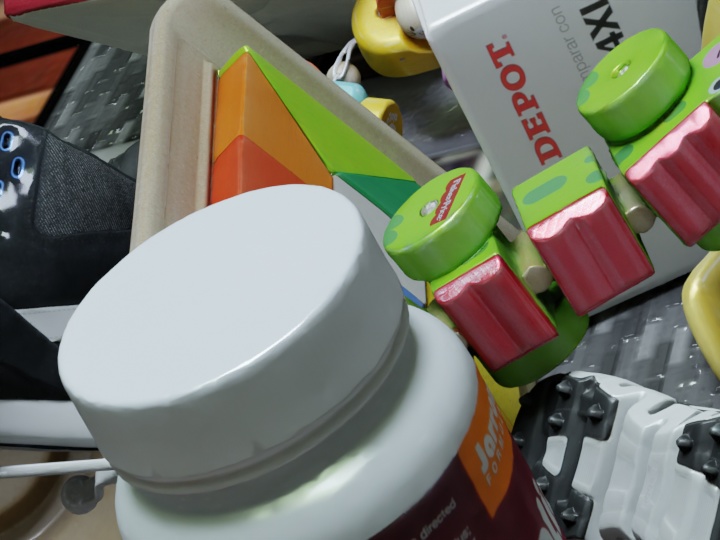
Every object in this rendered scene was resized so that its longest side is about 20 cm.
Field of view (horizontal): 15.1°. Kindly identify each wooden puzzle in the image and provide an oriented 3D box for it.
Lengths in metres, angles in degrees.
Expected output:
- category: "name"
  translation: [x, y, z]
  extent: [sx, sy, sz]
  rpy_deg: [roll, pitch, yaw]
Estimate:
- category: "wooden puzzle"
  translation: [0.000, 0.000, 0.947]
  extent: [0.037, 0.185, 0.201]
  rpy_deg: [-41, 24, 26]

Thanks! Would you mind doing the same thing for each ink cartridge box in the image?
- category: "ink cartridge box"
  translation: [0.132, -0.090, 1.007]
  extent: [0.199, 0.146, 0.084]
  rpy_deg: [-25, 32, 7]

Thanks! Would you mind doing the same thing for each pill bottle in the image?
- category: "pill bottle"
  translation: [-0.001, 0.082, 0.797]
  extent: [0.113, 0.201, 0.114]
  rpy_deg: [-21, 30, 13]

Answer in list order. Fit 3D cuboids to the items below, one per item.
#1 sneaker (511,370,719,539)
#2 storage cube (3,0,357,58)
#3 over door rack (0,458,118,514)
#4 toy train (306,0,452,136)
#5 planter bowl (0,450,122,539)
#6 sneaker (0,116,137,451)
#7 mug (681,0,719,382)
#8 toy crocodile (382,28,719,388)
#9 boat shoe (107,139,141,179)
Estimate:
- category: "sneaker"
  translation: [0.123, 0.076, 0.810]
  extent: [0.200, 0.090, 0.067]
  rpy_deg: [24, 100, 65]
- category: "storage cube"
  translation: [-0.048, -0.201, 1.239]
  extent: [0.170, 0.200, 0.181]
  rpy_deg: [-9, 79, 31]
- category: "over door rack"
  translation: [-0.129, 0.133, 0.885]
  extent: [0.198, 0.067, 0.149]
  rpy_deg: [-2, 71, 11]
- category: "toy train"
  translation: [0.032, -0.072, 1.113]
  extent: [0.199, 0.056, 0.150]
  rpy_deg: [-36, 53, -7]
- category: "planter bowl"
  translation: [-0.152, 0.057, 1.004]
  extent: [0.200, 0.201, 0.135]
  rpy_deg: [-33, 3, -9]
- category: "sneaker"
  translation: [-0.152, 0.001, 0.889]
  extent: [0.199, 0.113, 0.073]
  rpy_deg: [5, -9, -33]
- category: "mug"
  translation: [0.205, -0.034, 0.903]
  extent: [0.148, 0.188, 0.153]
  rpy_deg: [-1, 34, -18]
- category: "toy crocodile"
  translation: [0.075, -0.015, 0.856]
  extent: [0.199, 0.068, 0.062]
  rpy_deg: [-36, 22, 9]
- category: "boat shoe"
  translation: [-0.082, -0.012, 1.083]
  extent: [0.063, 0.074, 0.201]
  rpy_deg: [-22, -1, -4]
